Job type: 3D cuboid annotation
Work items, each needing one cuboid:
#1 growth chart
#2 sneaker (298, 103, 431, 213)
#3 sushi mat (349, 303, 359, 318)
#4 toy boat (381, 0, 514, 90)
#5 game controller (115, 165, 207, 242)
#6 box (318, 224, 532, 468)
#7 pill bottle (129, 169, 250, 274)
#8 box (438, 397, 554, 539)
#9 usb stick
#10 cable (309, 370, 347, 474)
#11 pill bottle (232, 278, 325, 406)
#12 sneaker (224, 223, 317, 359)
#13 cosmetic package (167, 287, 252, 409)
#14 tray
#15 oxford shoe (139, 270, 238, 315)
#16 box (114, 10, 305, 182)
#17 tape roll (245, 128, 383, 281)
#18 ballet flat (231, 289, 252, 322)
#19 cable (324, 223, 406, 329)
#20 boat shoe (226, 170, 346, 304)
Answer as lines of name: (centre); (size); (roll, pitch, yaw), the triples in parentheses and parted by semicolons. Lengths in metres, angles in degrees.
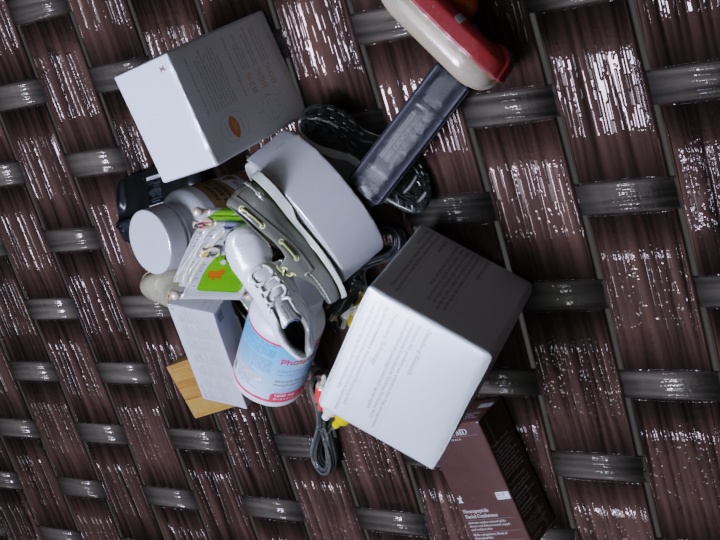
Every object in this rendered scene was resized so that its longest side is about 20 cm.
growth chart: (-0.174, -0.021, 1.664); (0.018, 0.144, 0.200); (67, 148, 33)
sneaker: (0.007, -0.140, 1.632); (0.200, 0.074, 0.079); (36, 160, 9)
sushi mat: (0.084, 0.060, 1.690); (0.200, 0.012, 0.096); (-22, 101, 31)
toy boat: (0.113, -0.309, 1.430); (0.200, 0.130, 0.131); (46, 103, 6)
game controller: (-0.298, -0.105, 1.880); (0.200, 0.042, 0.105); (-11, 75, 40)
box: (0.084, 0.092, 1.578); (0.171, 0.199, 0.200); (28, 122, 8)
pill bottle: (-0.211, -0.064, 1.728); (0.114, 0.200, 0.115); (19, 118, 39)
box: (0.178, 0.281, 1.733); (0.100, 0.075, 0.201); (-15, 103, 41)
usb stick: (0.059, -0.167, 1.543); (0.055, 0.033, 0.200); (39, 107, 4)
cable: (-0.058, 0.228, 1.884); (0.097, 0.050, 0.200); (40, 132, 19)
pill bottle: (-0.111, 0.090, 1.770); (0.109, 0.109, 0.200); (35, 135, 16)
sneaker: (-0.106, 0.027, 1.618); (0.200, 0.074, 0.087); (59, 178, -19)
cosmetic package: (-0.214, 0.113, 1.863); (0.082, 0.051, 0.200); (9, 135, 24)
tray: (-0.215, 0.166, 1.987); (0.200, 0.037, 0.099); (-21, 101, 41)
oxford shoe: (-0.272, 0.038, 1.929); (0.199, 0.074, 0.071); (7, 119, 34)
box: (-0.190, -0.226, 1.630); (0.106, 0.200, 0.153); (-13, 106, 41)
tape roll: (-0.061, -0.083, 1.634); (0.203, 0.071, 0.202); (48, 171, 10)
ballet flat: (-0.189, 0.002, 1.846); (0.200, 0.068, 0.075); (54, 177, -3)
cable: (0.000, 0.000, 1.742); (0.097, 0.050, 0.200); (49, 123, 27)
boat shoe: (-0.091, -0.031, 1.578); (0.202, 0.060, 0.072); (54, 170, -23)
